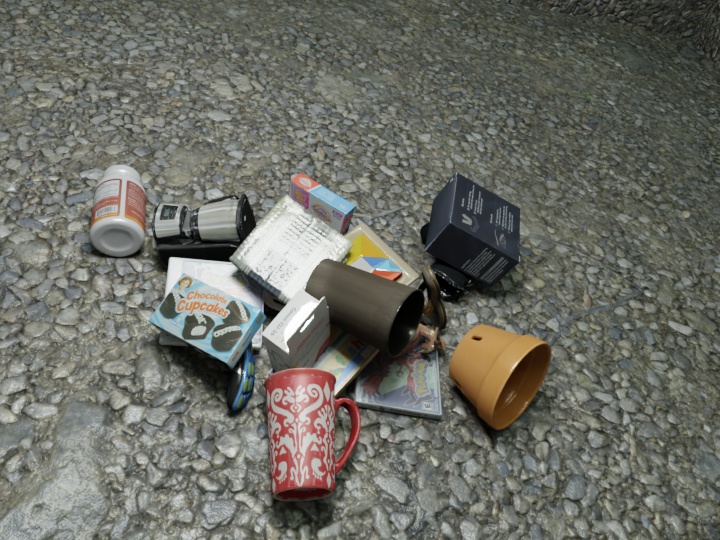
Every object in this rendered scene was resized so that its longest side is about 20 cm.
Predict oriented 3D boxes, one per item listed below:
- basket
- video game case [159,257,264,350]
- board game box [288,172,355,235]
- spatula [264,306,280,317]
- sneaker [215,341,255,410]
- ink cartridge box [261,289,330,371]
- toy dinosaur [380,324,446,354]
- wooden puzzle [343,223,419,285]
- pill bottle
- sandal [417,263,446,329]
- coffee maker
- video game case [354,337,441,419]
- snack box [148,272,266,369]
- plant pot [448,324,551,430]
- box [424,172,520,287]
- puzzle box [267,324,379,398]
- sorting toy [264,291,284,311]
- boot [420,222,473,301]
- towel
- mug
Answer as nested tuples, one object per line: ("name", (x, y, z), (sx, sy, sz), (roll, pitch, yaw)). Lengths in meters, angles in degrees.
("basket", (0.003, 0.063, 1.201), (0.199, 0.137, 0.180), (23, 2, 22))
("video game case", (-0.299, 0.067, 1.281), (0.198, 0.023, 0.184), (5, 65, -14))
("board game box", (-0.104, -0.101, 1.429), (0.152, 0.201, 0.040), (33, 46, 13))
("spatula", (-0.225, 0.083, 1.341), (0.198, 0.021, 0.057), (14, 43, -6))
("sneaker", (-0.249, 0.169, 1.202), (0.082, 0.071, 0.201), (-8, 72, 1))
("ink cartridge box", (-0.116, 0.117, 1.159), (0.067, 0.201, 0.117), (31, 64, 16))
("toy dinosaur", (0.094, 0.144, 1.319), (0.199, 0.086, 0.136), (-26, 66, -30))
("wooden puzzle", (0.000, 0.000, 1.334), (0.199, 0.037, 0.185), (-35, 67, -26))
("pill bottle", (-0.533, -0.138, 1.385), (0.111, 0.113, 0.201), (1, 47, -17))
("sandal", (0.148, 0.063, 1.372), (0.054, 0.201, 0.082), (-22, 55, -2))
("coffee maker", (-0.331, -0.062, 1.359), (0.198, 0.194, 0.135), (-4, 24, 6))
("video game case", (0.079, 0.209, 1.320), (0.181, 0.023, 0.201), (11, 46, -8))
("snack box", (-0.290, 0.092, 1.183), (0.199, 0.037, 0.117), (22, 67, 24))
("plant pot", (0.277, 0.203, 1.287), (0.199, 0.201, 0.140), (-26, 44, -36))
("box", (0.276, -0.100, 1.521), (0.199, 0.118, 0.198), (28, 44, -12))
("puzzle box", (-0.070, 0.180, 1.254), (0.133, 0.025, 0.200), (37, 66, 19))
("sorting toy", (-0.117, 0.034, 1.376), (0.199, 0.107, 0.180), (30, 53, 11))
("boot", (0.202, -0.022, 1.545), (0.198, 0.074, 0.162), (38, 45, 10))
("towel", (-0.140, -0.035, 1.299), (0.192, 0.035, 0.200), (36, 69, 6))
("mug", (-0.082, 0.289, 1.098), (0.176, 0.134, 0.201), (-2, 59, -5))
